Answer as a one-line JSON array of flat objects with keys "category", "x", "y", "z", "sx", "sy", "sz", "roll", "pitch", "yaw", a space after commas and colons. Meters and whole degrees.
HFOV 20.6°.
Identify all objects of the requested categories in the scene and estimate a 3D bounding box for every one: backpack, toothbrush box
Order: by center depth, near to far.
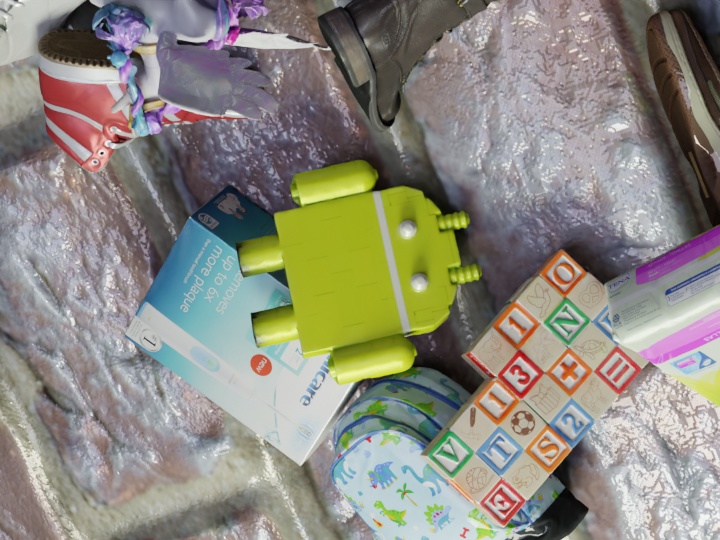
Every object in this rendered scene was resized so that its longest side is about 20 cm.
[{"category": "backpack", "x": 0.068, "y": 0.179, "z": 1.707, "sx": 0.163, "sy": 0.153, "sz": 0.201, "roll": -39, "pitch": 80, "yaw": 46}, {"category": "toothbrush box", "x": -0.085, "y": 0.048, "z": 1.737, "sx": 0.199, "sy": 0.085, "sz": 0.147, "roll": 36, "pitch": 121, "yaw": 4}]

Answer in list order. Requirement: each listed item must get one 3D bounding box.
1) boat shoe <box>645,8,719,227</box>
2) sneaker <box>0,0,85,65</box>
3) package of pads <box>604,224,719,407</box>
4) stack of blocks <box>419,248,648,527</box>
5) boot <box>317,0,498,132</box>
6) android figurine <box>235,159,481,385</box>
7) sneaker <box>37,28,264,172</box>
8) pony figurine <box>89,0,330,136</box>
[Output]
[{"category": "boat shoe", "x": 0.285, "y": -0.112, "z": 1.528, "sx": 0.074, "sy": 0.075, "sz": 0.204, "roll": -22, "pitch": 98, "yaw": -3}, {"category": "sneaker", "x": -0.290, "y": -0.228, "z": 1.656, "sx": 0.074, "sy": 0.115, "sz": 0.200, "roll": 48, "pitch": 139, "yaw": 9}, {"category": "package of pads", "x": 0.307, "y": 0.035, "z": 1.517, "sx": 0.154, "sy": 0.069, "sz": 0.199, "roll": -29, "pitch": 140, "yaw": 31}, {"category": "stack of blocks", "x": 0.137, "y": 0.096, "z": 1.615, "sx": 0.115, "sy": 0.059, "sz": 0.200, "roll": 42, "pitch": 85, "yaw": 0}, {"category": "boot", "x": 0.063, "y": -0.195, "z": 1.558, "sx": 0.173, "sy": 0.200, "sz": 0.070, "roll": -31, "pitch": 74, "yaw": 0}, {"category": "android figurine", "x": 0.000, "y": 0.000, "z": 1.650, "sx": 0.198, "sy": 0.041, "sz": 0.184, "roll": -11, "pitch": 80, "yaw": -1}, {"category": "sneaker", "x": -0.182, "y": -0.136, "z": 1.708, "sx": 0.198, "sy": 0.071, "sz": 0.113, "roll": 13, "pitch": 129, "yaw": 5}, {"category": "pony figurine", "x": -0.133, "y": -0.200, "z": 1.574, "sx": 0.192, "sy": 0.166, "sz": 0.202, "roll": 4, "pitch": 114, "yaw": 27}]
